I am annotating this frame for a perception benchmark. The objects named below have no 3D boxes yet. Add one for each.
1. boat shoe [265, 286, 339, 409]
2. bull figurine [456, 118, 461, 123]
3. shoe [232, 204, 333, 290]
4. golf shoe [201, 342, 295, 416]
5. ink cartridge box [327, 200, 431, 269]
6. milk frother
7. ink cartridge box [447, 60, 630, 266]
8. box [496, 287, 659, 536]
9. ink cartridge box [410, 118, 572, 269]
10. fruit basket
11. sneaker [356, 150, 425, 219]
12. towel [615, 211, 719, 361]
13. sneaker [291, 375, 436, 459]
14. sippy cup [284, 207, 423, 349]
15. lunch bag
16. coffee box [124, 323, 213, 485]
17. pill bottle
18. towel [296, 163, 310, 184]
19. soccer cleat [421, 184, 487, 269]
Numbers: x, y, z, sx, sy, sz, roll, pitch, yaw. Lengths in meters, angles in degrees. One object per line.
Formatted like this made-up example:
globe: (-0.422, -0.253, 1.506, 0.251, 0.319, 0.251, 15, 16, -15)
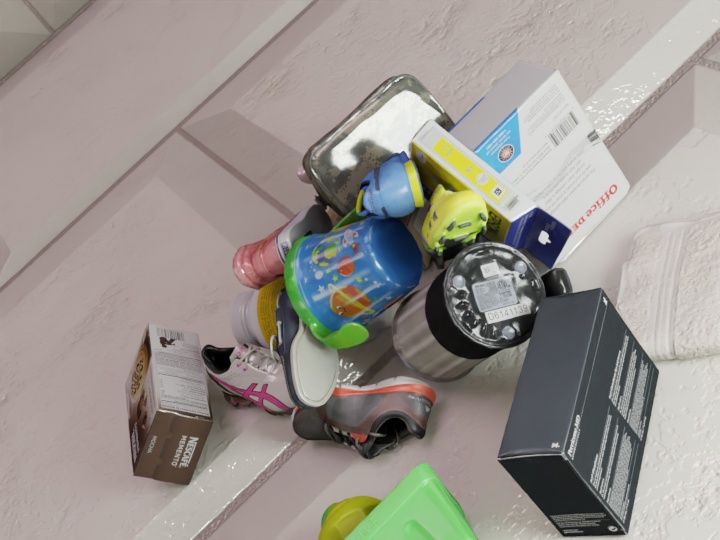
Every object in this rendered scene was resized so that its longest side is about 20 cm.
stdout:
boat shoe: (-0.075, 0.088, 1.475, 0.062, 0.075, 0.201, -35, 44, 31)
bull figurine: (0.187, -0.159, 1.647, 0.122, 0.065, 0.201, -56, 33, 31)
shoe: (-0.098, -0.031, 1.586, 0.091, 0.072, 0.200, -21, 7, 18)
golf shoe: (-0.133, 0.138, 1.600, 0.199, 0.092, 0.073, -1, 48, 42)
ink cartridge box: (0.039, -0.085, 1.709, 0.164, 0.075, 0.201, -9, 43, 35)
milk frother: (0.147, 0.093, 1.358, 0.188, 0.179, 0.201, 133, 139, -68)
ink cartridge box: (0.216, -0.129, 1.478, 0.146, 0.200, 0.084, -44, 31, -9)
box: (0.221, 0.141, 1.211, 0.079, 0.141, 0.201, -10, 43, 36)
ink cartridge box: (0.144, -0.072, 1.411, 0.047, 0.200, 0.198, -46, -11, -8)
fruit basket: (0.012, 0.289, 1.252, 0.214, 0.156, 0.217, -12, 54, 17)
sneaker: (0.027, -0.097, 1.418, 0.078, 0.066, 0.200, -17, 8, 1)
towel: (0.348, 0.016, 1.331, 0.132, 0.035, 0.201, -13, 42, 35)
sneaker: (-0.005, 0.183, 1.443, 0.199, 0.077, 0.082, -18, 49, 33)
sippy cup: (0.000, 0.000, 1.455, 0.130, 0.139, 0.179, -27, 75, 38)
lunch bag: (0.024, -0.156, 1.617, 0.200, 0.139, 0.168, -43, 10, -5)
coffee box: (-0.261, 0.179, 1.646, 0.200, 0.079, 0.113, -112, 41, -55)
pill bottle: (-0.073, 0.053, 1.620, 0.199, 0.113, 0.113, -12, 42, 34)
towel: (0.002, -0.196, 1.826, 0.199, 0.032, 0.191, -35, 0, 7)
soccer cleat: (0.094, -0.059, 1.322, 0.064, 0.200, 0.084, -16, 78, -4)
